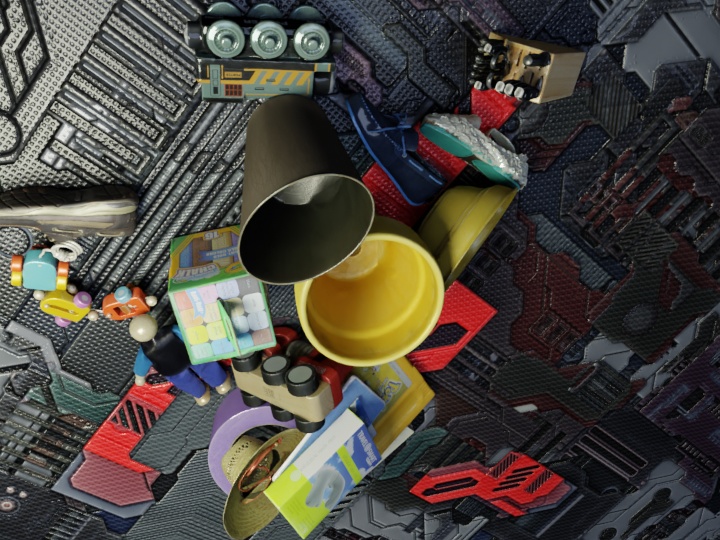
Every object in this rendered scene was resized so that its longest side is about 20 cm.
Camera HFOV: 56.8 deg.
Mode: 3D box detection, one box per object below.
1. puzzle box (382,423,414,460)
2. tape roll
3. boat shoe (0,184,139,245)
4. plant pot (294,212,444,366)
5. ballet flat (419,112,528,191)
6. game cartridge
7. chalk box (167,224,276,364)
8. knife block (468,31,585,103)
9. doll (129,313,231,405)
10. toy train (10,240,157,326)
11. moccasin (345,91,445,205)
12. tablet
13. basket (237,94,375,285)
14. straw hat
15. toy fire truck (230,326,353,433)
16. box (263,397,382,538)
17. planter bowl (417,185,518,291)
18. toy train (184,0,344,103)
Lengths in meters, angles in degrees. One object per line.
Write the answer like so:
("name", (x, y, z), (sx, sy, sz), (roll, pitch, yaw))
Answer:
("puzzle box", (-0.016, 0.317, 1.210), (0.200, 0.025, 0.133), (-44, 117, 12))
("tape roll", (-0.151, 0.288, 1.115), (0.197, 0.085, 0.202), (-2, 113, -4))
("boat shoe", (-0.397, -0.066, 0.887), (0.197, 0.075, 0.074), (-3, 119, -10))
("plant pot", (0.000, 0.000, 0.947), (0.198, 0.189, 0.203), (-5, 119, -9))
("ballet flat", (0.169, -0.185, 0.968), (0.199, 0.072, 0.072), (29, 109, -27))
("game cartridge", (0.019, 0.209, 1.122), (0.176, 0.032, 0.200), (-45, 120, -12))
("chalk box", (-0.189, 0.040, 0.918), (0.122, 0.201, 0.126), (-12, 120, -6))
("knife block", (0.233, -0.256, 0.869), (0.198, 0.176, 0.065), (6, 118, -16))
("doll", (-0.282, 0.136, 1.011), (0.135, 0.049, 0.201), (-29, 134, 2))
("toy train", (-0.385, 0.013, 0.928), (0.149, 0.056, 0.201), (-17, 143, 9))
("moccasin", (0.053, -0.179, 0.933), (0.068, 0.081, 0.200), (-27, 135, 19))
("tablet", (-0.046, 0.267, 1.056), (0.201, 0.014, 0.130), (-52, 141, -9))
("basket", (-0.080, -0.112, 0.818), (0.135, 0.201, 0.180), (30, 121, -37))
("straw hat", (-0.166, 0.301, 1.023), (0.201, 0.085, 0.203), (-40, 146, -36))
("toy fire truck", (-0.082, 0.122, 1.037), (0.200, 0.175, 0.130), (-40, 132, -41))
("box", (-0.046, 0.307, 1.036), (0.200, 0.047, 0.123), (-42, 139, -18))
("planter bowl", (0.140, -0.062, 0.982), (0.083, 0.200, 0.201), (37, 108, 10))
("toy train", (-0.120, -0.269, 0.841), (0.197, 0.086, 0.115), (-3, 132, -15))
